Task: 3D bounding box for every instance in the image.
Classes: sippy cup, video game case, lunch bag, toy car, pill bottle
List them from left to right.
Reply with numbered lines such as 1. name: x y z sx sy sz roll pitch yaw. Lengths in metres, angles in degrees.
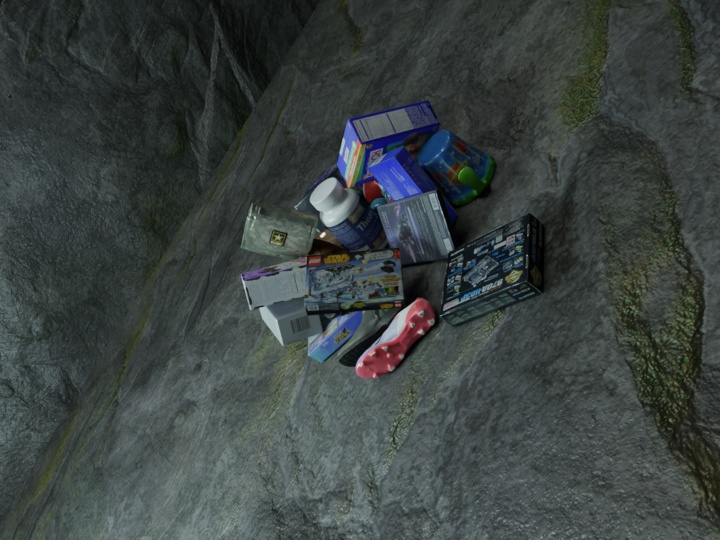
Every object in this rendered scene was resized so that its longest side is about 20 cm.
1. lunch bag: -0.199 -0.098 1.653 0.200 0.164 0.118 141 141 -73
2. video game case: -0.045 0.091 1.591 0.200 0.045 0.181 -42 28 23
3. pill bottle: -0.026 -0.125 1.625 0.111 0.200 0.111 -31 33 23
4. toy car: 0.039 -0.262 1.691 0.177 0.200 0.184 -36 32 32
5. video game case: 0.121 -0.087 1.448 0.019 0.143 0.200 -24 9 -34
6. sippy cup: 0.199 -0.231 1.477 0.178 0.130 0.140 -9 50 55

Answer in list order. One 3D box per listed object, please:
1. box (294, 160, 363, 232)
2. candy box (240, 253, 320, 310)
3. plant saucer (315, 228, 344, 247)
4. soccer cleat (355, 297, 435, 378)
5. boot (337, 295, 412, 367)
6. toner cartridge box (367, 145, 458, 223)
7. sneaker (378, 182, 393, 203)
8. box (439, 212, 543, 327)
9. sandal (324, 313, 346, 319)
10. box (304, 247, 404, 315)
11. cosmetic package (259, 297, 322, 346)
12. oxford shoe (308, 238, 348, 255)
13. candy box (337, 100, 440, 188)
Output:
1. box: -0.067 -0.224 1.882 0.200 0.104 0.148 -39 13 25
2. candy box: -0.168 0.022 1.566 0.200 0.072 0.168 -15 8 -10
3. plant saucer: -0.101 -0.034 1.834 0.200 0.037 0.200 -39 30 28
4. soccer cleat: 0.068 0.135 1.346 0.200 0.067 0.076 -46 19 12
5. boot: 0.017 0.102 1.430 0.200 0.068 0.131 -42 43 6
6. toner cartridge box: 0.113 -0.169 1.463 0.095 0.200 0.043 -10 37 53
7. sneaker: 0.089 -0.190 1.576 0.200 0.095 0.079 101 -167 -57
8. box: 0.239 0.001 1.241 0.200 0.046 0.159 -28 37 41
9. sandal: -0.046 0.064 1.535 0.075 0.048 0.200 -51 14 9
10. box: -0.013 0.021 1.391 0.200 0.040 0.137 -5 48 4
11. cosmetic package: -0.171 0.100 1.609 0.101 0.071 0.200 -18 21 -16
12. oxford shoe: -0.099 -0.046 1.732 0.071 0.071 0.200 -58 29 -11
13. candy box: 0.060 -0.283 1.527 0.169 0.200 0.077 111 138 -62
